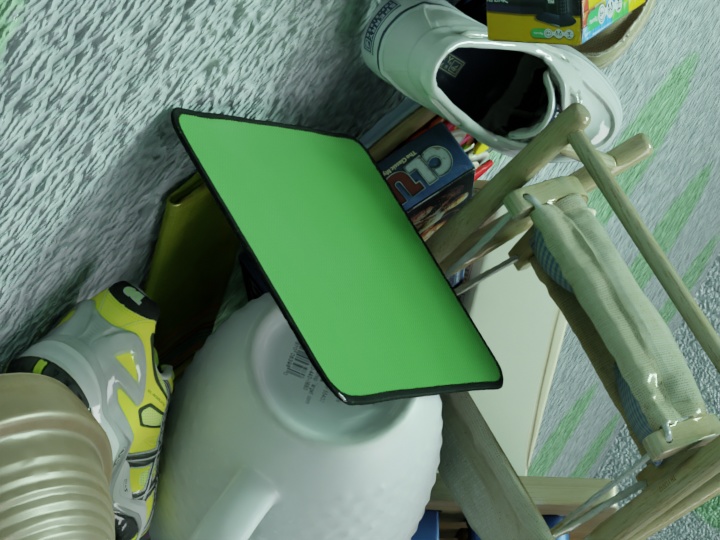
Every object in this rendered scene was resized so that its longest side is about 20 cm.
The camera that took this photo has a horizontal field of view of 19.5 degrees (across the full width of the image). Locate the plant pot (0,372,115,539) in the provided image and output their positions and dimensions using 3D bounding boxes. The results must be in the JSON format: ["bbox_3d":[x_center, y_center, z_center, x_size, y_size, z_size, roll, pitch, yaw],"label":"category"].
[{"bbox_3d":[-0.171,0.146,0.873,0.200,0.093,0.201,-35,155,-18],"label":"plant pot"}]

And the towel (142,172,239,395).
[{"bbox_3d":[-0.093,0.016,1.107,0.086,0.018,0.201,-45,162,-43],"label":"towel"}]

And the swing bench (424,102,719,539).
[{"bbox_3d":[0.109,0.053,1.133,0.200,0.200,0.130,-37,162,17],"label":"swing bench"}]

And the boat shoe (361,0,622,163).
[{"bbox_3d":[0.084,-0.091,1.138,0.199,0.065,0.074,12,111,-44],"label":"boat shoe"}]

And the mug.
[{"bbox_3d":[-0.043,0.106,1.069,0.200,0.147,0.176,-53,172,-31],"label":"mug"}]

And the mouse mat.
[{"bbox_3d":[-0.006,-0.007,1.013,0.008,0.162,0.200,-37,164,22],"label":"mouse mat"}]

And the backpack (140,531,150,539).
[{"bbox_3d":[-0.127,0.252,1.275,0.176,0.153,0.201,-31,145,-51],"label":"backpack"}]

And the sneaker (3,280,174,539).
[{"bbox_3d":[-0.120,0.079,1.033,0.076,0.075,0.200,-48,166,-24],"label":"sneaker"}]

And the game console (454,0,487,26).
[{"bbox_3d":[0.104,-0.235,1.209,0.200,0.119,0.172,-46,-165,-33],"label":"game console"}]

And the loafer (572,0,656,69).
[{"bbox_3d":[0.171,-0.226,1.361,0.201,0.075,0.068,-67,164,8],"label":"loafer"}]

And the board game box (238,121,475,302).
[{"bbox_3d":[0.000,0.000,1.207,0.135,0.035,0.200,-34,164,-10],"label":"board game box"}]

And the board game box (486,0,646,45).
[{"bbox_3d":[0.124,-0.221,1.077,0.200,0.056,0.167,-35,125,-55],"label":"board game box"}]

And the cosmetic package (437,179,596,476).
[{"bbox_3d":[0.077,0.045,1.351,0.103,0.073,0.202,-163,-93,-71],"label":"cosmetic package"}]

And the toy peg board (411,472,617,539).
[{"bbox_3d":[0.045,0.196,1.291,0.199,0.198,0.099,103,-12,-70],"label":"toy peg board"}]

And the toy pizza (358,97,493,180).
[{"bbox_3d":[0.044,-0.066,1.243,0.200,0.032,0.200,-36,169,-9],"label":"toy pizza"}]
